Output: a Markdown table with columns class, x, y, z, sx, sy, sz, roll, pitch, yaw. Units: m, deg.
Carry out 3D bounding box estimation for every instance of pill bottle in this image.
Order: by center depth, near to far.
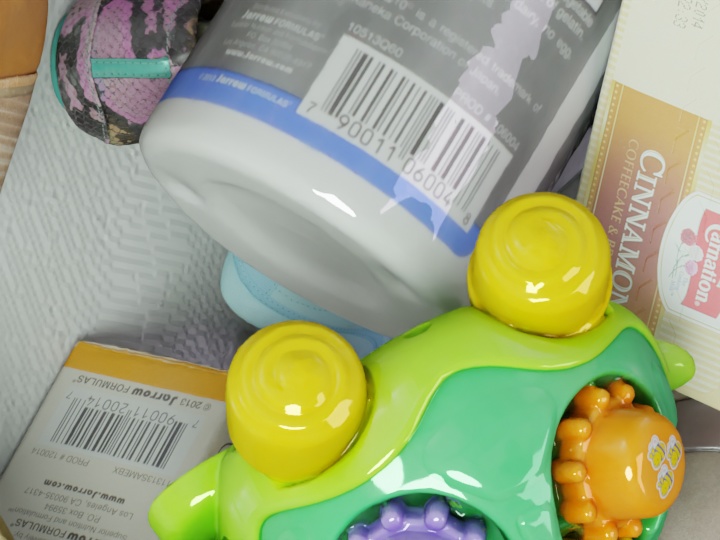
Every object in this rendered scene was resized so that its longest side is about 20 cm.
| class | x | y | z | sx | sy | sz | roll | pitch | yaw |
| --- | --- | --- | --- | --- | --- | --- | --- | --- | --- |
| pill bottle | 0.031 | -0.089 | 0.877 | 0.200 | 0.114 | 0.114 | -58 | 144 | -14 |

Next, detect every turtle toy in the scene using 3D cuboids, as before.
| class | x | y | z | sx | sy | sz | roll | pitch | yaw |
| --- | --- | --- | --- | --- | --- | --- | --- | --- | --- |
| turtle toy | 0.011 | 0.075 | 0.802 | 0.199 | 0.101 | 0.146 | -28 | 158 | -13 |

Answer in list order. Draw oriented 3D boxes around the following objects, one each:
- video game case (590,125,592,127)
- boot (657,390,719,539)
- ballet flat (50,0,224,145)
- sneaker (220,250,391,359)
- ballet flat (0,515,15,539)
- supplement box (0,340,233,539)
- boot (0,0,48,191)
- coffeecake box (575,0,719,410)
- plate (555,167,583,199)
| class | x | y | z | sx | sy | sz | roll | pitch | yaw |
| --- | --- | --- | --- | --- | --- | --- | --- | --- | --- |
| video game case | 0.128 | -0.065 | 1.143 | 0.200 | 0.143 | 0.018 | 21 | 82 | -58 |
| boot | 0.056 | 0.109 | 0.930 | 0.070 | 0.200 | 0.147 | 30 | 65 | -28 |
| ballet flat | -0.019 | -0.075 | 0.972 | 0.200 | 0.071 | 0.069 | -17 | 111 | -56 |
| sneaker | 0.000 | 0.000 | 1.050 | 0.082 | 0.074 | 0.200 | -38 | 160 | 9 |
| ballet flat | -0.107 | 0.097 | 0.811 | 0.200 | 0.063 | 0.069 | 48 | 66 | -19 |
| supplement box | -0.082 | 0.142 | 0.933 | 0.200 | 0.073 | 0.126 | -63 | 144 | -24 |
| boot | -0.144 | -0.091 | 0.769 | 0.200 | 0.073 | 0.155 | 6 | 95 | -71 |
| coffeecake box | 0.147 | -0.065 | 0.912 | 0.200 | 0.073 | 0.154 | -32 | 140 | -53 |
| plate | 0.101 | 0.020 | 1.081 | 0.200 | 0.032 | 0.199 | -44 | 152 | 16 |
